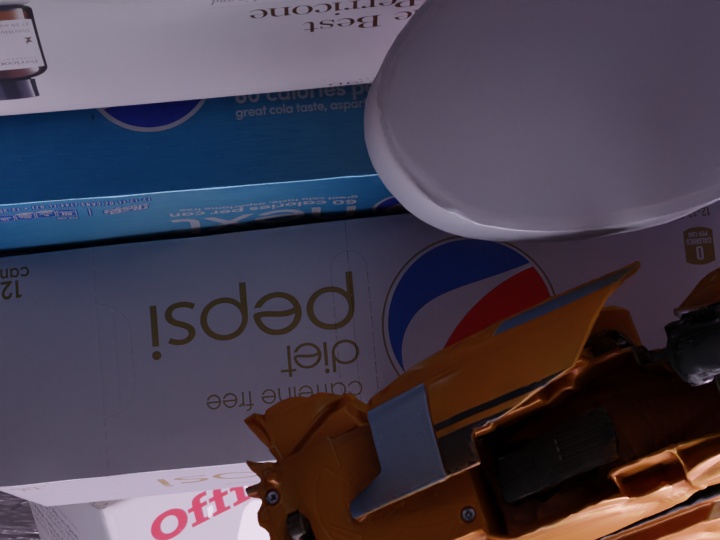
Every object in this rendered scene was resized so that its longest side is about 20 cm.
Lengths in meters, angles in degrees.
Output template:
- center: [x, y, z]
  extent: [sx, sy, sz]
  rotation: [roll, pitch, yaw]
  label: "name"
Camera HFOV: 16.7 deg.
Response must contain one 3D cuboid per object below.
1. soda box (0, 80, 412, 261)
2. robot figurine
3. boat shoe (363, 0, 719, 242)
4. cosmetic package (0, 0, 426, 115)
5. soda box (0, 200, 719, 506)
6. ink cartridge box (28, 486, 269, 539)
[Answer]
- center: [-0.018, -0.047, 0.644]
  extent: [0.199, 0.068, 0.064]
  rotation: [-5, 168, -4]
  label: "soda box"
- center: [0.081, 0.026, 0.551]
  extent: [0.200, 0.058, 0.145]
  rotation: [-24, 161, 17]
  label: "robot figurine"
- center: [0.084, -0.056, 0.568]
  extent: [0.200, 0.072, 0.068]
  rotation: [-29, 174, -22]
  label: "boat shoe"
- center: [-0.072, -0.071, 0.572]
  extent: [0.199, 0.051, 0.083]
  rotation: [-5, 167, -2]
  label: "cosmetic package"
- center: [0.002, 0.022, 0.663]
  extent: [0.199, 0.064, 0.068]
  rotation: [-7, 170, 4]
  label: "soda box"
- center: [-0.032, 0.105, 0.893]
  extent: [0.145, 0.083, 0.200]
  rotation: [-26, 130, -19]
  label: "ink cartridge box"
